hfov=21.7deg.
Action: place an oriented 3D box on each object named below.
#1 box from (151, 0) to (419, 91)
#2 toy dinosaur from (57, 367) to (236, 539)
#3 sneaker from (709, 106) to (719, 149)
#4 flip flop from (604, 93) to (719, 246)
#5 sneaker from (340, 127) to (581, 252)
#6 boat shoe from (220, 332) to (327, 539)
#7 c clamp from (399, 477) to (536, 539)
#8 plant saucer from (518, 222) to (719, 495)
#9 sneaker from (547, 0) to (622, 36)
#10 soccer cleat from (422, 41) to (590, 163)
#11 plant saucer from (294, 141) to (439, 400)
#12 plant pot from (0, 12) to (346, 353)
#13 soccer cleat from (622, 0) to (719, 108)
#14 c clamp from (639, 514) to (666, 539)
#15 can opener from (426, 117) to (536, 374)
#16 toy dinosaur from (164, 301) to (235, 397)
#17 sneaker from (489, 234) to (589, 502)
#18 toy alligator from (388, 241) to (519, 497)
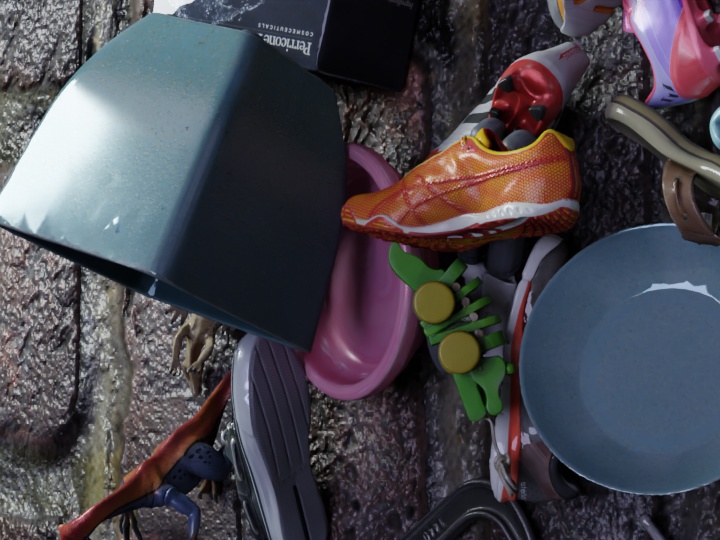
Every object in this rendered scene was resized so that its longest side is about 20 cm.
[{"bbox_3d":[-0.053,-0.264,1.533,0.196,0.117,0.202,15,96,38],"label":"box"},{"bbox_3d":[-0.173,0.169,1.546,0.104,0.181,0.202,-12,78,36],"label":"toy dinosaur"},{"bbox_3d":[0.317,-0.062,1.246,0.199,0.086,0.078,24,100,36],"label":"sneaker"},{"bbox_3d":[0.232,-0.054,1.309,0.058,0.081,0.200,-46,53,1],"label":"flip flop"},{"bbox_3d":[0.073,-0.057,1.329,0.199,0.073,0.078,-8,74,35],"label":"sneaker"},{"bbox_3d":[-0.082,0.143,1.520,0.071,0.072,0.202,6,110,43],"label":"boat shoe"},{"bbox_3d":[0.078,0.267,1.445,0.200,0.027,0.171,-52,53,24],"label":"c clamp"},{"bbox_3d":[0.212,0.066,1.320,0.199,0.039,0.203,-8,64,17],"label":"plant saucer"},{"bbox_3d":[0.157,-0.272,1.404,0.077,0.078,0.202,-7,78,50],"label":"sneaker"},{"bbox_3d":[0.107,-0.100,1.429,0.069,0.085,0.200,46,139,9],"label":"soccer cleat"},{"bbox_3d":[0.000,0.000,1.480,0.200,0.050,0.203,4,95,57],"label":"plant saucer"},{"bbox_3d":[-0.122,-0.078,1.427,0.195,0.195,0.201,17,82,38],"label":"plant pot"},{"bbox_3d":[0.211,-0.216,1.356,0.076,0.066,0.202,-25,75,31],"label":"soccer cleat"},{"bbox_3d":[0.299,0.181,1.267,0.200,0.027,0.171,-45,61,26],"label":"c clamp"},{"bbox_3d":[0.087,-0.011,1.387,0.053,0.067,0.201,24,129,27],"label":"can opener"},{"bbox_3d":[-0.120,0.024,1.577,0.058,0.101,0.201,30,111,0],"label":"toy dinosaur"},{"bbox_3d":[0.147,0.075,1.392,0.081,0.077,0.202,8,92,11],"label":"sneaker"},{"bbox_3d":[0.085,0.061,1.348,0.054,0.059,0.201,-27,86,0],"label":"toy alligator"}]
